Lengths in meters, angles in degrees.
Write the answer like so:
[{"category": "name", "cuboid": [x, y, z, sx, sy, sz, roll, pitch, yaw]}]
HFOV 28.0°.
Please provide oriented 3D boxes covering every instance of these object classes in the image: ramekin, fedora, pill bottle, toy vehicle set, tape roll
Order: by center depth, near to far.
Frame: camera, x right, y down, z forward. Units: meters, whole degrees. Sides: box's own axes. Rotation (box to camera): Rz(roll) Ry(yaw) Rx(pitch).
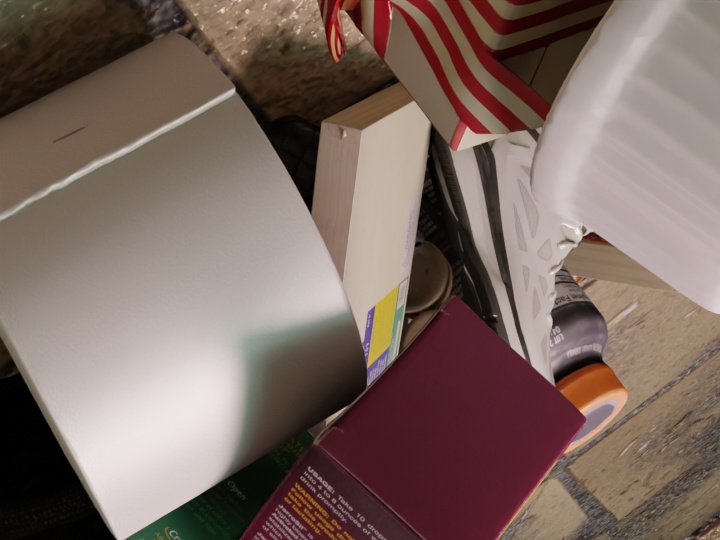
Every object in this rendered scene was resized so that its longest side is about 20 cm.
[{"category": "ramekin", "cuboid": [0.170, -0.078, 0.591, 0.200, 0.098, 0.201, -43, 162, -17]}, {"category": "tape roll", "cuboid": [-0.105, 0.007, 0.691, 0.138, 0.203, 0.203, -29, 154, -13]}, {"category": "fedora", "cuboid": [-0.185, 0.132, 0.820, 0.199, 0.200, 0.092, -21, 117, -29]}, {"category": "pill bottle", "cuboid": [0.096, 0.028, 0.981, 0.106, 0.201, 0.107, -28, 154, -15]}, {"category": "toy vehicle set", "cuboid": [0.198, -0.024, 1.061, 0.124, 0.199, 0.027, -18, 107, -35]}]

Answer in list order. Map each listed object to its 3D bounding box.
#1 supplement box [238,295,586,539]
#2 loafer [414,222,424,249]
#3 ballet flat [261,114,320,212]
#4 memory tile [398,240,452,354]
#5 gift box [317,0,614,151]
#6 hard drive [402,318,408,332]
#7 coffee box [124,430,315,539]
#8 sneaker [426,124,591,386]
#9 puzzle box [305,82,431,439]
[{"category": "supplement box", "cuboid": [0.008, 0.118, 0.687, 0.110, 0.086, 0.200, -43, 172, -37]}, {"category": "loafer", "cuboid": [-0.051, 0.012, 0.921, 0.200, 0.071, 0.068, -35, 155, -2]}, {"category": "ballet flat", "cuboid": [-0.092, -0.011, 0.844, 0.200, 0.057, 0.066, -42, 154, 12]}, {"category": "memory tile", "cuboid": [-0.014, 0.082, 0.949, 0.199, 0.154, 0.017, -25, 154, 18]}, {"category": "gift box", "cuboid": [0.080, -0.173, 0.624, 0.186, 0.200, 0.185, -20, 146, -28]}, {"category": "hard drive", "cuboid": [-0.002, 0.107, 1.035, 0.042, 0.201, 0.135, 13, 139, -9]}, {"category": "coffee box", "cuboid": [-0.108, 0.159, 0.754, 0.200, 0.044, 0.123, -41, 171, -49]}, {"category": "sneaker", "cuboid": [0.119, -0.009, 0.882, 0.114, 0.202, 0.076, -15, -179, -8]}, {"category": "puzzle box", "cuboid": [0.000, 0.000, 0.835, 0.133, 0.025, 0.202, -39, 140, -65]}]
